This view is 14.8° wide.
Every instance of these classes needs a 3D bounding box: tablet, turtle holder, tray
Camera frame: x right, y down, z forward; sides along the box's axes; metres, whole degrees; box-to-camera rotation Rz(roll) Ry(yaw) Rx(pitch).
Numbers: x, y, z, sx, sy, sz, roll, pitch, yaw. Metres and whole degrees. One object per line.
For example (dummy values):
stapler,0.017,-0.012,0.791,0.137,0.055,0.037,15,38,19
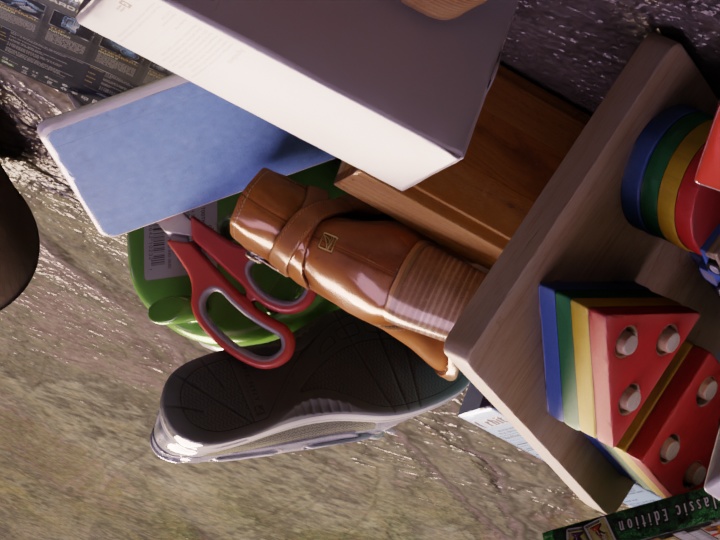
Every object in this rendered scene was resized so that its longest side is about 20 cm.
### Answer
tablet,-0.072,-0.083,1.567,0.199,0.014,0.130,-19,149,4
turtle holder,-0.048,-0.026,1.714,0.141,0.185,0.132,58,-169,23
tray,0.091,-0.048,1.531,0.199,0.099,0.037,28,158,-19

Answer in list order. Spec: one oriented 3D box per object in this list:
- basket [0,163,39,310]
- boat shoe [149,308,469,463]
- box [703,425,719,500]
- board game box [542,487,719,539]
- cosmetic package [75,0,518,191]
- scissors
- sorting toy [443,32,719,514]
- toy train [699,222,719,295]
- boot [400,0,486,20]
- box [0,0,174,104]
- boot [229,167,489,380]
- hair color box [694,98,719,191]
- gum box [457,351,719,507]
basket,-0.312,-0.069,1.840,0.179,0.137,0.200,22,157,13
boat shoe,-0.030,0.074,1.672,0.201,0.075,0.065,-15,161,-22
box,0.285,0.068,1.277,0.152,0.107,0.200,38,138,-17
board game box,0.204,0.128,1.468,0.199,0.024,0.105,-17,165,16
cosmetic package,-0.030,-0.136,1.417,0.199,0.108,0.085,29,159,-16
scissors,-0.112,-0.021,1.632,0.199,0.073,0.014,36,-173,5
sorting toy,0.161,0.015,1.459,0.069,0.201,0.199,26,167,38
toy train,0.214,0.034,1.439,0.046,0.034,0.200,28,159,38
boot,0.004,-0.192,1.313,0.200,0.071,0.144,23,154,-16
box,-0.174,-0.157,1.586,0.199,0.051,0.158,24,161,-6
boot,0.000,0.000,1.590,0.154,0.077,0.200,25,-178,4
hair color box,0.268,-0.061,1.306,0.199,0.102,0.061,19,138,5
gum box,0.172,0.048,1.595,0.199,0.171,0.044,28,159,-20
